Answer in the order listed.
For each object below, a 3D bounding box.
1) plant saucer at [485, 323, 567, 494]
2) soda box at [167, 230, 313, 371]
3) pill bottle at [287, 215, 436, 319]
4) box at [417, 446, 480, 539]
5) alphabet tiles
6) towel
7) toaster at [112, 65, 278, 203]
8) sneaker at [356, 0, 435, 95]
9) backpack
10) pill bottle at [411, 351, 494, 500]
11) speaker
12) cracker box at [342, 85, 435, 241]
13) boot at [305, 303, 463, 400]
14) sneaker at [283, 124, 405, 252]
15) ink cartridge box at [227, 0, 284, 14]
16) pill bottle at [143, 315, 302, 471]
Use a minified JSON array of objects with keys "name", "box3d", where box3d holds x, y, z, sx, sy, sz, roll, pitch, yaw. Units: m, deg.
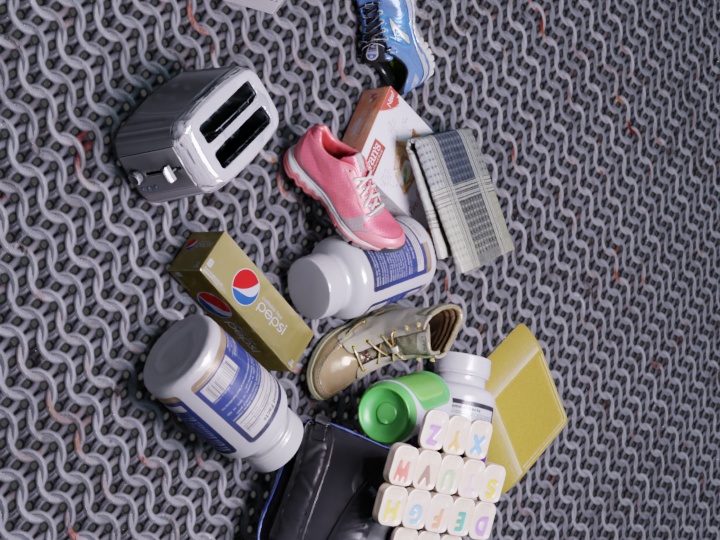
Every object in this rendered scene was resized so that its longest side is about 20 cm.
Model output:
[{"name":"plant saucer","box3d":[0.250,0.218,2.055,0.200,0.048,0.202,-41,119,-37]},{"name":"soda box","box3d":[-0.146,0.041,1.640,0.200,0.067,0.064,50,56,-33]},{"name":"pill bottle","box3d":[0.000,0.000,1.758,0.199,0.110,0.113,-19,103,-44]},{"name":"box","box3d":[0.081,0.321,1.737,0.049,0.160,0.202,25,83,-6]},{"name":"alphabet tiles","box3d":[0.102,0.276,1.635,0.198,0.015,0.198,17,88,-39]},{"name":"towel","box3d":[0.140,-0.098,1.852,0.192,0.034,0.202,-20,90,-59]},{"name":"toaster","box3d":[-0.186,-0.168,1.557,0.200,0.128,0.114,-48,123,-34]},{"name":"sneaker","box3d":[0.035,-0.331,1.817,0.089,0.078,0.201,-49,123,-36]},{"name":"backpack","box3d":[-0.027,0.314,1.676,0.147,0.181,0.202,71,43,-69]},{"name":"pill bottle","box3d":[0.133,0.223,1.892,0.111,0.111,0.203,20,75,-43]},{"name":"speaker","box3d":[0.062,0.181,1.754,0.200,0.087,0.090,0,90,-70]},{"name":"cracker box","box3d":[0.058,-0.144,1.854,0.200,0.057,0.135,41,61,-37]},{"name":"boot","box3d":[0.033,0.105,1.758,0.200,0.153,0.073,-40,116,-38]},{"name":"sneaker","box3d":[-0.012,-0.106,1.699,0.200,0.087,0.074,43,39,5]},{"name":"ink cartridge box","box3d":[-0.145,-0.432,1.594,0.143,0.084,0.203,13,80,-14]},{"name":"pill bottle","box3d":[-0.159,0.154,1.586,0.200,0.110,0.112,48,59,-34]}]
